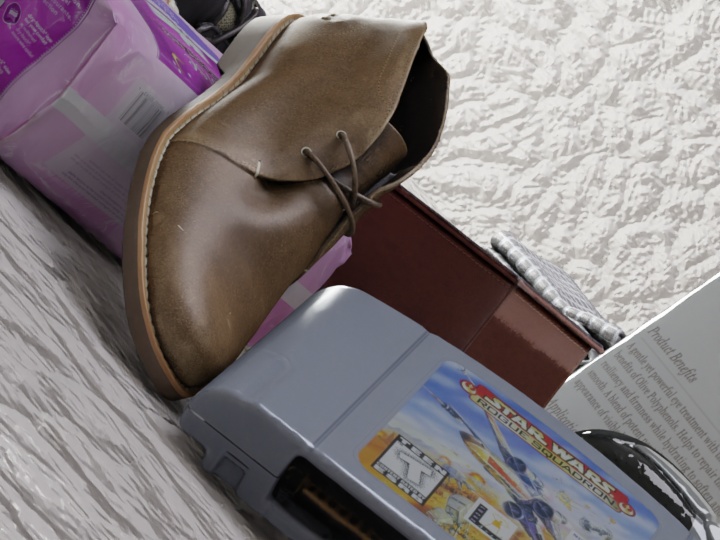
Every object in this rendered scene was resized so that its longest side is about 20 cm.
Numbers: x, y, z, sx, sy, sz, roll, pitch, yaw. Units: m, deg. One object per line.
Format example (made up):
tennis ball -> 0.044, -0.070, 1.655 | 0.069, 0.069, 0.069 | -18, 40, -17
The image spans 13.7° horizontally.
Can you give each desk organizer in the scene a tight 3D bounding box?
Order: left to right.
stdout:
desk organizer -> 0.000, 0.000, 1.254 | 0.200, 0.077, 0.072 | 40, 1, 42

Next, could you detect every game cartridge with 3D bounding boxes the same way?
game cartridge -> 0.043, 0.085, 1.012 | 0.200, 0.042, 0.133 | 37, 29, 5

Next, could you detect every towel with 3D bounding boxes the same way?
towel -> 0.177, 0.060, 2.546 | 0.166, 0.086, 0.200 | 51, 5, 30

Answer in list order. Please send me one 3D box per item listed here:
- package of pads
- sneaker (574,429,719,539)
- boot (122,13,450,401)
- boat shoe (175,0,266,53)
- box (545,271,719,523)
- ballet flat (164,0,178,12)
package of pads -> -0.091, -0.061, 1.148 | 0.121, 0.076, 0.200 | 52, 6, 36
sneaker -> 0.102, 0.148, 1.074 | 0.115, 0.075, 0.201 | 15, 52, -68
boot -> -0.025, -0.032, 1.058 | 0.200, 0.075, 0.074 | -64, 141, -47
boat shoe -> -0.080, -0.127, 1.513 | 0.065, 0.072, 0.200 | 35, -20, 7
box -> 0.194, 0.143, 1.407 | 0.200, 0.171, 0.199 | 55, 1, -31
ballet flat -> -0.162, -0.153, 1.305 | 0.200, 0.076, 0.064 | 41, 7, 27
